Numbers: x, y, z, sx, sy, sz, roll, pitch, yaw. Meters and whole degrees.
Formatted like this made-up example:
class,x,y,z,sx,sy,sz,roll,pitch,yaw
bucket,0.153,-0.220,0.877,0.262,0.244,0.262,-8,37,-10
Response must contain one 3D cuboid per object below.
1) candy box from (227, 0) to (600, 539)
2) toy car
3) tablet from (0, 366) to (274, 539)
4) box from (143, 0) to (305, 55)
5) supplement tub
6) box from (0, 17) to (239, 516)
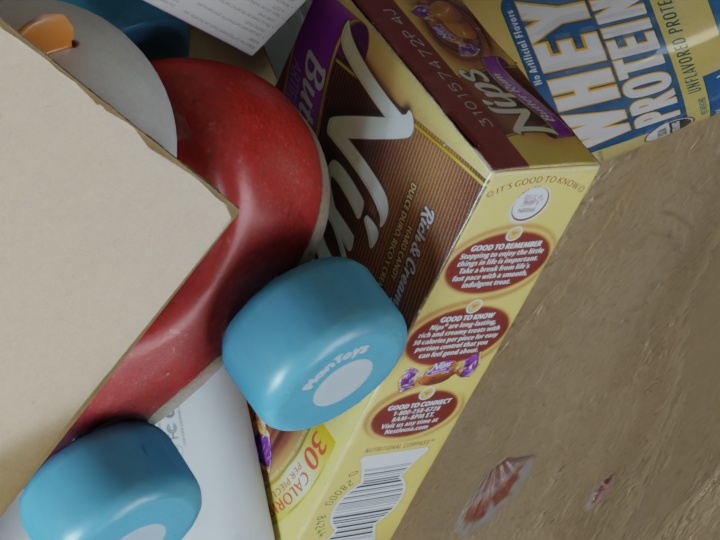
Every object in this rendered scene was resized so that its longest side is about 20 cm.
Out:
class,x,y,z,sx,sy,sz,roll,pitch,yaw
candy box,0.000,0.000,0.839,0.056,0.117,0.200,-6,137,-37
toy car,-0.114,-0.021,0.740,0.177,0.184,0.200,-38,155,6
tablet,-0.107,0.066,0.856,0.130,0.200,0.014,-13,171,3
box,-0.094,-0.128,0.736,0.041,0.039,0.200,-44,142,21
supplement tub,0.066,-0.108,0.931,0.200,0.145,0.145,-23,155,5
box,-0.147,0.019,0.635,0.200,0.021,0.163,-52,132,-2
